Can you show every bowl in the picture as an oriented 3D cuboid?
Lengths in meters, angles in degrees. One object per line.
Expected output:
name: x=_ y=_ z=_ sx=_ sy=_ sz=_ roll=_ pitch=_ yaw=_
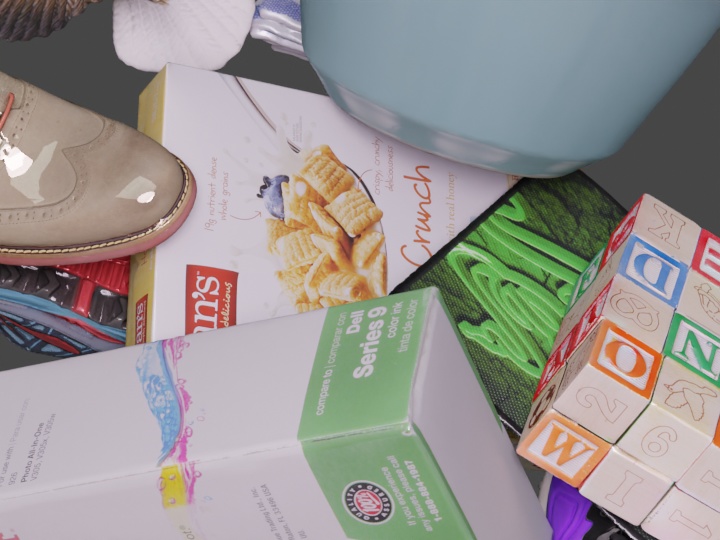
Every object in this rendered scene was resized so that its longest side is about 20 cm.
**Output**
bowl: x=0.054 y=-0.108 z=1.247 sx=0.201 sy=0.201 sz=0.105 roll=22 pitch=107 yaw=13

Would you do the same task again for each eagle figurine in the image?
eagle figurine: x=-0.129 y=-0.172 z=1.288 sx=0.151 sy=0.200 sz=0.152 roll=13 pitch=94 yaw=15

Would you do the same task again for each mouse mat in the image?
mouse mat: x=0.119 y=0.046 z=1.217 sx=0.200 sy=0.008 sz=0.161 roll=41 pitch=40 yaw=8

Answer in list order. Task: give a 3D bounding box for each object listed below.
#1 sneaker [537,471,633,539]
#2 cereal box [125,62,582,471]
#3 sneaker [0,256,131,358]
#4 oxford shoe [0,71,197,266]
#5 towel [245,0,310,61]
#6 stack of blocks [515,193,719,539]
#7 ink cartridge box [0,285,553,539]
sneaker: x=0.109 y=0.137 z=1.184 sx=0.069 sy=0.100 sz=0.200 roll=21 pitch=71 yaw=-16
cereal box: x=0.000 y=0.000 z=1.248 sx=0.200 sy=0.040 sz=0.144 roll=10 pitch=66 yaw=-23
sneaker: x=-0.154 y=0.002 z=1.270 sx=0.200 sy=0.096 sz=0.079 roll=23 pitch=59 yaw=0
oxford shoe: x=-0.164 y=-0.055 z=1.190 sx=0.200 sy=0.075 sz=0.071 roll=12 pitch=59 yaw=14
towel: x=0.047 y=-0.170 z=1.373 sx=0.147 sy=0.024 sz=0.200 roll=20 pitch=69 yaw=12
stack of blocks: x=0.172 y=0.070 z=1.179 sx=0.200 sy=0.059 sz=0.115 roll=31 pitch=40 yaw=-6
ink cartridge box: x=-0.042 y=0.100 z=1.158 sx=0.200 sy=0.145 sz=0.088 roll=-13 pitch=38 yaw=19
